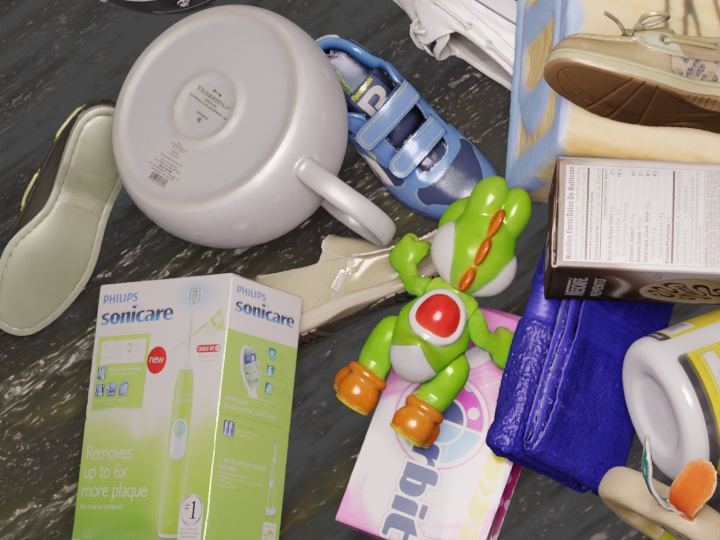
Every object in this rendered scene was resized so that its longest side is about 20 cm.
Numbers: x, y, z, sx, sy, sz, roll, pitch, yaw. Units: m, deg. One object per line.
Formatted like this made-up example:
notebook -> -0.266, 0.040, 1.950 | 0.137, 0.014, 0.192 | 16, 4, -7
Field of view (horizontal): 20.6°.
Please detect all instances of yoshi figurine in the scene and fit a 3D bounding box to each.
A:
yoshi figurine -> 0.065, 0.023, 1.464 | 0.112, 0.112, 0.201 | 37, 99, 50

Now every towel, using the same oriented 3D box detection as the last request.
towel -> 0.175, 0.060, 1.472 | 0.049, 0.147, 0.202 | 9, 77, 49

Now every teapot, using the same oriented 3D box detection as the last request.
teapot -> -0.082, -0.095, 1.519 | 0.196, 0.146, 0.202 | -18, 62, 20

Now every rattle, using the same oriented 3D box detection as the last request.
rattle -> 0.200, 0.207, 1.400 | 0.143, 0.200, 0.130 | -41, 80, -3

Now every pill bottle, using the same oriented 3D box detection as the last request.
pill bottle -> 0.301, 0.073, 1.448 | 0.198, 0.112, 0.113 | -19, 75, -15

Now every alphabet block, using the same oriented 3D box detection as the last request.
alphabet block -> 0.226, -0.153, 1.457 | 0.198, 0.195, 0.198 | 6, 82, -6

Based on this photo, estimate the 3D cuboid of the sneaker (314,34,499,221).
sneaker -> 0.025, -0.112, 1.561 | 0.200, 0.082, 0.074 | 40, 84, 13

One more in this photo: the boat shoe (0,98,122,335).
boat shoe -> -0.239, -0.043, 1.596 | 0.071, 0.061, 0.202 | 25, 99, -21

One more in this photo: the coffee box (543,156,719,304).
coffee box -> 0.229, -0.024, 1.373 | 0.198, 0.113, 0.081 | 2, 79, 4

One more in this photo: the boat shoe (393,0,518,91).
boat shoe -> 0.071, -0.200, 1.577 | 0.199, 0.074, 0.066 | 29, 79, 15

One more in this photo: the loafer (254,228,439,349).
loafer -> 0.000, 0.000, 1.543 | 0.199, 0.076, 0.069 | -24, 81, 4

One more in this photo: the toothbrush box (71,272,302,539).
toothbrush box -> -0.132, 0.112, 1.504 | 0.145, 0.086, 0.202 | -4, 74, 40

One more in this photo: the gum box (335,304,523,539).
gum box -> 0.071, 0.119, 1.510 | 0.113, 0.066, 0.202 | 19, 81, 13

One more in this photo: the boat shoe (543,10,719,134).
boat shoe -> 0.216, -0.134, 1.324 | 0.198, 0.073, 0.063 | 10, 73, -18

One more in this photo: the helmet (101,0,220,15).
helmet -> -0.146, -0.305, 1.575 | 0.198, 0.192, 0.201 | 3, 47, -4
